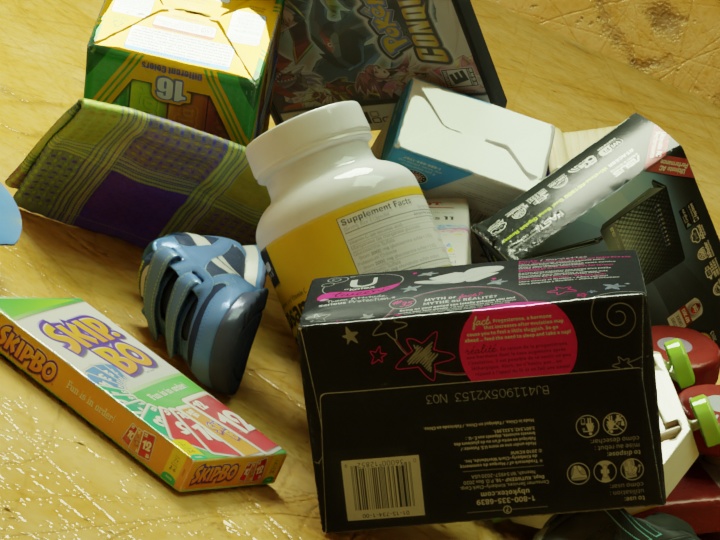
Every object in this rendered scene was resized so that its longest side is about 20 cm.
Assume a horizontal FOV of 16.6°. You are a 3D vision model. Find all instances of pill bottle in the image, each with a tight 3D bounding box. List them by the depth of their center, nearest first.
[{"bbox_3d":[0.000,0.000,1.566,0.112,0.112,0.201,-7,73,-64],"label":"pill bottle"}]

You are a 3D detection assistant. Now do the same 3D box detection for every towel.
[{"bbox_3d":[-0.130,-0.052,1.698,0.199,0.144,0.023,21,54,-23],"label":"towel"}]

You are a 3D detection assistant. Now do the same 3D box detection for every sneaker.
[{"bbox_3d":[0.165,0.182,1.465,0.079,0.076,0.200,39,19,33],"label":"sneaker"},{"bbox_3d":[-0.105,0.024,1.575,0.082,0.074,0.200,18,11,-8],"label":"sneaker"}]

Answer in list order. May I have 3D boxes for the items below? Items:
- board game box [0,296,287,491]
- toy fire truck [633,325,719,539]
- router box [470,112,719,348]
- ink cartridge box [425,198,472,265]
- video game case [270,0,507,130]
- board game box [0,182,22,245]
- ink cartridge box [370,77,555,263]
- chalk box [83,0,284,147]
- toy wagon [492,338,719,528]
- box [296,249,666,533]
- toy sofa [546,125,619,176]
[{"bbox_3d":[-0.143,0.066,1.448,0.200,0.030,0.095,31,15,29],"label":"board game box"},{"bbox_3d":[0.173,0.121,1.656,0.167,0.113,0.200,-3,27,-18],"label":"toy fire truck"},{"bbox_3d":[0.185,0.009,1.767,0.062,0.150,0.200,45,-13,52],"label":"router box"},{"bbox_3d":[0.020,0.000,1.725,0.117,0.068,0.200,-2,20,3],"label":"ink cartridge box"},{"bbox_3d":[-0.007,-0.181,1.776,0.180,0.200,0.026,-3,44,24],"label":"video game case"},{"bbox_3d":[-0.309,-0.045,1.531,0.200,0.039,0.158,0,34,-49],"label":"board game box"},{"bbox_3d":[0.054,-0.051,1.840,0.115,0.200,0.067,18,59,-9],"label":"ink cartridge box"},{"bbox_3d":[-0.131,-0.107,1.773,0.124,0.201,0.124,11,43,2],"label":"chalk box"},{"bbox_3d":[0.144,0.093,1.599,0.200,0.155,0.040,-104,173,-59],"label":"toy wagon"},{"bbox_3d":[0.072,0.070,1.437,0.199,0.133,0.115,-5,14,6],"label":"box"},{"bbox_3d":[0.166,-0.004,1.874,0.097,0.201,0.083,-6,25,2],"label":"toy sofa"}]
